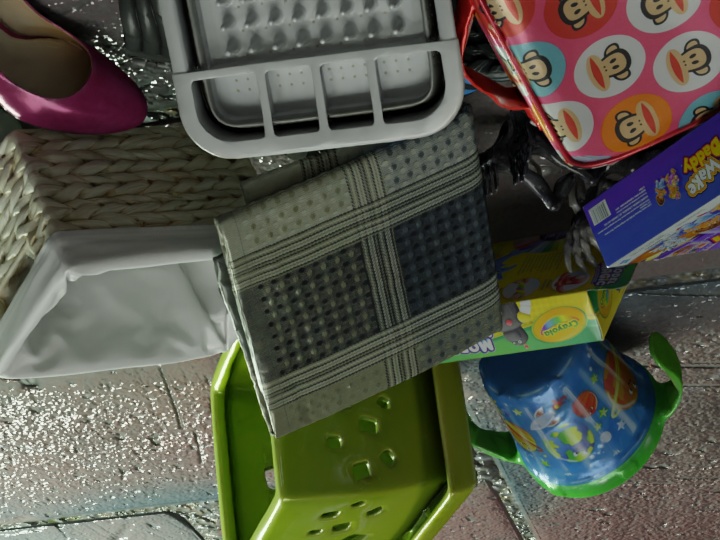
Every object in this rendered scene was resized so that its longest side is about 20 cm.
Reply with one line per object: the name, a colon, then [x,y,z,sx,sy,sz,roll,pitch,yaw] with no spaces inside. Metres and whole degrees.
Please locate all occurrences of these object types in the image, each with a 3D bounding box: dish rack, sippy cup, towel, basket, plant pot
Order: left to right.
basket: [-0.164,-0.018,1.267,0.199,0.124,0.136,-6,147,-41]
dish rack: [-0.032,-0.172,1.062,0.170,0.044,0.202,-5,110,12]
plant pot: [-0.014,0.140,1.548,0.180,0.200,0.200,2,150,-16]
towel: [0.000,0.000,1.262,0.199,0.035,0.194,-24,127,-17]
sippy cup: [0.168,0.100,1.546,0.178,0.140,0.130,-44,129,-1]

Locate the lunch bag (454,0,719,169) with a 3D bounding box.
lunch bag: [0.136,-0.156,1.072,0.175,0.082,0.201,-27,130,5]

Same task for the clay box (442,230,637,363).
clay box: [0.122,0.018,1.389,0.199,0.115,0.048,-8,114,26]

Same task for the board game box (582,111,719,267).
board game box: [0.253,-0.070,1.150,0.134,0.045,0.200,-10,162,-38]

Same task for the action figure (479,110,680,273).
action figure: [0.180,-0.049,1.303,0.199,0.103,0.119,14,161,-22]

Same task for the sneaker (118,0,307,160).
sneaker: [-0.094,-0.141,1.184,0.098,0.071,0.201,-6,144,14]

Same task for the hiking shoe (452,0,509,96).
hiking shoe: [0.059,-0.145,1.192,0.198,0.075,0.087,-16,176,14]

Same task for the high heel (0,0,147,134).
high heel: [-0.212,-0.150,1.168,0.199,0.068,0.096,30,152,-20]

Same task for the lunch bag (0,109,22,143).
lunch bag: [-0.320,-0.045,1.334,0.159,0.078,0.200,8,149,-15]

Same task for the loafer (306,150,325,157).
loafer: [-0.006,-0.046,1.352,0.072,0.073,0.201,6,141,6]
